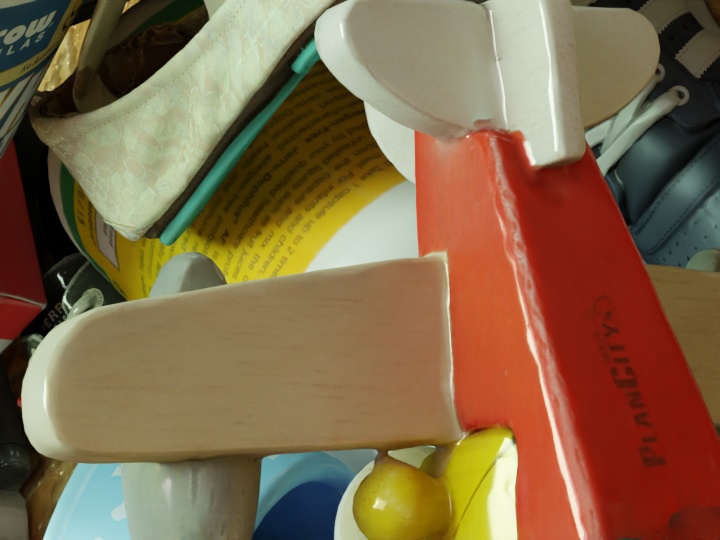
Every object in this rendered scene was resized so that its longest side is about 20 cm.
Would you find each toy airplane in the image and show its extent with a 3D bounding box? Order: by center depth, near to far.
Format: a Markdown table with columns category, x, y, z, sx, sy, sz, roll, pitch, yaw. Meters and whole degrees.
| category | x | y | z | sx | sy | sz | roll | pitch | yaw |
| --- | --- | --- | --- | --- | --- | --- | --- | --- | --- |
| toy airplane | 0.032 | 0.031 | 0.714 | 0.141 | 0.200 | 0.200 | -47 | 10 | 46 |

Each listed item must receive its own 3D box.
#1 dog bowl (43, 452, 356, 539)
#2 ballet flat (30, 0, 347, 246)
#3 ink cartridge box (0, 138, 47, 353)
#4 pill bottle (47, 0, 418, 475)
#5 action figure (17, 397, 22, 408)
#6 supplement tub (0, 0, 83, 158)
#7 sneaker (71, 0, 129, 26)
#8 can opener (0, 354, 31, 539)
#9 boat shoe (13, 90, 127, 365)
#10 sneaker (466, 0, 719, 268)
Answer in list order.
| category | x | y | z | sx | sy | sz | roll | pitch | yaw |
| --- | --- | --- | --- | --- | --- | --- | --- | --- | --- |
| dog bowl | -0.022 | 0.112 | 0.809 | 0.049 | 0.200 | 0.112 | 11 | 64 | 28 |
| ballet flat | -0.028 | -0.075 | 0.761 | 0.062 | 0.068 | 0.200 | 42 | 132 | -4 |
| ink cartridge box | -0.172 | -0.007 | 0.992 | 0.200 | 0.067 | 0.117 | -42 | 49 | 36 |
| pill bottle | 0.000 | 0.000 | 0.869 | 0.200 | 0.112 | 0.113 | 42 | 107 | 42 |
| action figure | -0.074 | 0.137 | 0.920 | 0.065 | 0.052 | 0.202 | -1 | 100 | 36 |
| supplement tub | -0.144 | -0.095 | 0.796 | 0.200 | 0.144 | 0.145 | -55 | 44 | 43 |
| sneaker | -0.054 | -0.124 | 0.931 | 0.199 | 0.079 | 0.076 | -31 | 74 | -5 |
| can opener | -0.150 | 0.068 | 1.037 | 0.066 | 0.052 | 0.201 | -37 | 55 | 33 |
| boat shoe | -0.084 | 0.022 | 0.979 | 0.071 | 0.063 | 0.201 | -44 | 51 | 26 |
| sneaker | 0.060 | -0.066 | 0.831 | 0.070 | 0.108 | 0.201 | -44 | 50 | 24 |
